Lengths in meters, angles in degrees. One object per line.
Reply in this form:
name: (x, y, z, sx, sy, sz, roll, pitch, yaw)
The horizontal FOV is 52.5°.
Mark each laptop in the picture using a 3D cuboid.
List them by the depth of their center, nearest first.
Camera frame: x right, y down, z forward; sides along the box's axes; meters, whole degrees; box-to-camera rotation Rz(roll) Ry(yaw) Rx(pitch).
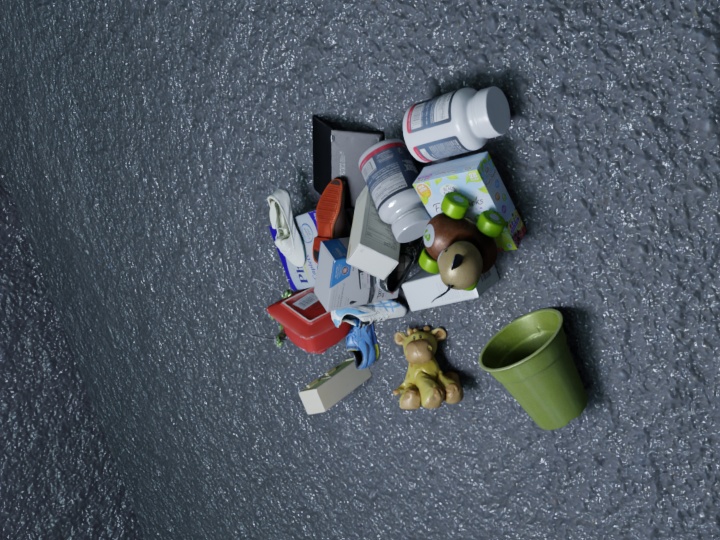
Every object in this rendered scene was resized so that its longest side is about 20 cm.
laptop: (-0.034, -0.262, 1.768, 0.194, 0.117, 0.192, 5, 117, 9)

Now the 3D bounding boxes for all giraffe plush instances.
giraffe plush: (0.153, 0.223, 1.751, 0.200, 0.168, 0.167, -157, 60, -74)

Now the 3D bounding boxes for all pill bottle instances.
pill bottle: (0.193, -0.295, 1.458, 0.197, 0.119, 0.123, -7, 106, 43)
pill bottle: (0.082, -0.171, 1.592, 0.119, 0.117, 0.204, -42, 63, 45)

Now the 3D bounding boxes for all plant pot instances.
plant pot: (0.377, 0.217, 1.517, 0.198, 0.200, 0.192, -23, 108, 45)

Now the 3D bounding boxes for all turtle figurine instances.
turtle figurine: (-0.192, 0.134, 1.986, 0.189, 0.148, 0.201, 7, 159, 20)

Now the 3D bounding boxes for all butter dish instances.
butter dish: (-0.111, 0.143, 1.865, 0.198, 0.197, 0.151, 29, 134, 43)

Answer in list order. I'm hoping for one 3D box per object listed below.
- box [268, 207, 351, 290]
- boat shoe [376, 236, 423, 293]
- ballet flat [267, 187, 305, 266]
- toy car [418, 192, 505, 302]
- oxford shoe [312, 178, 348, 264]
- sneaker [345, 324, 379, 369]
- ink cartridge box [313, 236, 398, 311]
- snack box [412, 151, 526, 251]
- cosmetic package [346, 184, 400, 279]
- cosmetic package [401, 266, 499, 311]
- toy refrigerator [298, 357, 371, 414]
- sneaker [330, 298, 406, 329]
box: (-0.113, -0.060, 1.868, 0.197, 0.104, 0.188, -13, 100, 45)
boat shoe: (0.104, -0.039, 1.654, 0.204, 0.067, 0.057, -62, 24, 6)
ballet flat: (-0.190, -0.099, 1.802, 0.068, 0.069, 0.206, 1, 109, 41)
toy car: (0.177, -0.022, 1.407, 0.155, 0.201, 0.167, 26, 124, 8)
oxford shoe: (-0.063, -0.114, 1.739, 0.070, 0.071, 0.206, 18, 99, 42)
sneaker: (-0.009, 0.158, 1.897, 0.065, 0.078, 0.206, -3, 106, 44)
ink cartridge box: (0.000, 0.000, 1.715, 0.084, 0.195, 0.148, 50, 140, 44)
snack box: (0.226, -0.131, 1.508, 0.166, 0.068, 0.202, -7, 125, 44)
cosmetic package: (0.036, -0.091, 1.639, 0.103, 0.203, 0.071, 25, 136, -15)
cosmetic package: (0.199, 0.026, 1.628, 0.197, 0.101, 0.073, -15, 101, 46)
toy refrigerator: (-0.065, 0.297, 1.925, 0.075, 0.198, 0.071, -19, 98, 45)
sneaker: (0.021, 0.108, 1.773, 0.072, 0.194, 0.075, 130, 137, -62)
